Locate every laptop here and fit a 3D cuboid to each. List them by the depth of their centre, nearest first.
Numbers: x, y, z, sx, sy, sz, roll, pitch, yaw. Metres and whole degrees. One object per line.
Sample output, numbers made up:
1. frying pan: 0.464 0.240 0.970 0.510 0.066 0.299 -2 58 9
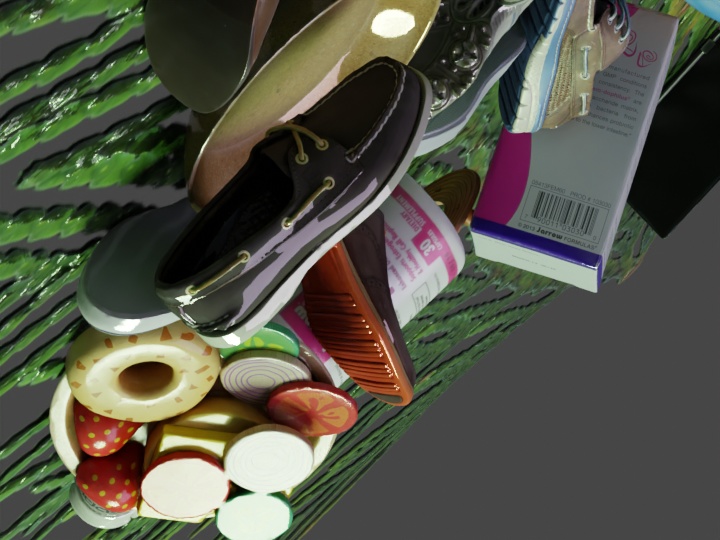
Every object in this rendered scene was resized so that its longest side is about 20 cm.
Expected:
1. laptop: 0.340 -0.133 2.537 0.187 0.116 0.200 -47 168 9

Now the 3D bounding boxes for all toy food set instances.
1. toy food set: -0.106 0.100 1.671 0.049 0.198 0.200 -97 -160 -48

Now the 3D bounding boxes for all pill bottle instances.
1. pill bottle: -0.033 0.021 1.768 0.200 0.113 0.113 -43 168 -14

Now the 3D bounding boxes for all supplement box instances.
1. supplement box: 0.160 -0.099 1.888 0.103 0.101 0.200 65 43 -78

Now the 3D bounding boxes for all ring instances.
1. ring: 0.023 0.001 1.929 0.200 0.019 0.200 -45 -166 14

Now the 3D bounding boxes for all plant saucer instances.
1. plant saucer: -0.036 -0.115 1.479 0.200 0.035 0.200 -40 165 -14

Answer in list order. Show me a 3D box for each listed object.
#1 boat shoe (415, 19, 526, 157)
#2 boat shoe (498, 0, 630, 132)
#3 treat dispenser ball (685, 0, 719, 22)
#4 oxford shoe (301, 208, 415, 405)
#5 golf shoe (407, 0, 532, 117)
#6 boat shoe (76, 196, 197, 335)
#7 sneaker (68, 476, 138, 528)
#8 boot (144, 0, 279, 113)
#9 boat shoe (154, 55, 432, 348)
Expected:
1. boat shoe: 0.047 -0.114 1.700 0.200 0.072 0.062 -38 163 -46
2. boat shoe: 0.147 -0.175 1.763 0.072 0.072 0.200 -5 148 -13
3. treat dispenser ball: 0.285 -0.261 1.713 0.201 0.201 0.201 -43 168 -12
4. oxford shoe: 0.000 0.000 1.681 0.071 0.200 0.073 7 -140 46
5. golf shoe: 0.058 -0.153 1.614 0.200 0.078 0.097 -44 174 -5
6. boat shoe: -0.104 -0.009 1.547 0.200 0.071 0.070 -44 167 -43
7. sneaker: -0.126 0.110 1.840 0.200 0.074 0.087 -37 172 -17
8. boot: -0.015 -0.185 1.295 0.200 0.064 0.186 -43 171 -36
9. boat shoe: -0.038 -0.048 1.453 0.201 0.072 0.061 -51 134 -4
